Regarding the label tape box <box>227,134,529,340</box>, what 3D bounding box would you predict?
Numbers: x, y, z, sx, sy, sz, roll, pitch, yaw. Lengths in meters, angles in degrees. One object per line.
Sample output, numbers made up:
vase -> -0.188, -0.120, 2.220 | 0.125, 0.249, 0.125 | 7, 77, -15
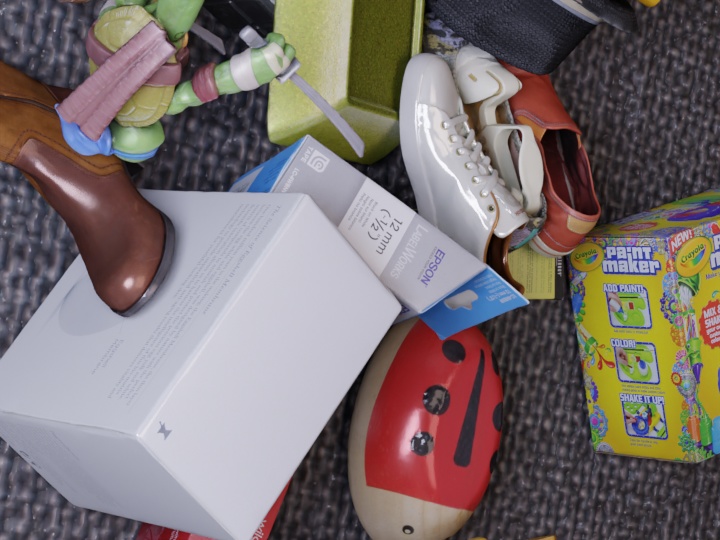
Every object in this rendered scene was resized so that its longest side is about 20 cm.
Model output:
label tape box -> 0.000, 0.000, 1.471 | 0.200, 0.143, 0.066 | 37, 67, -13

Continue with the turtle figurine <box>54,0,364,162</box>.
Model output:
turtle figurine -> -0.106, -0.172, 1.327 | 0.199, 0.144, 0.194 | -9, 131, -17

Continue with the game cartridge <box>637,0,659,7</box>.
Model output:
game cartridge -> 0.132, -0.293, 1.606 | 0.200, 0.176, 0.032 | 20, 118, -38

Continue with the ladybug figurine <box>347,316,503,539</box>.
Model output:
ladybug figurine -> 0.059, 0.122, 1.611 | 0.136, 0.072, 0.201 | 14, 83, -40

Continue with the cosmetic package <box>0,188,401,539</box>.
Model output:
cosmetic package -> -0.115, 0.057, 1.376 | 0.123, 0.200, 0.200 | 49, 63, -30

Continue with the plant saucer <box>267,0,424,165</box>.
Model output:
plant saucer -> 0.000, -0.183, 1.508 | 0.200, 0.048, 0.201 | 6, 88, -68

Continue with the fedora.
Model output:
fedora -> 0.113, -0.218, 1.600 | 0.200, 0.201, 0.092 | 22, 112, -39

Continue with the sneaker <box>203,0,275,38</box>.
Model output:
sneaker -> -0.085, -0.252, 1.470 | 0.200, 0.076, 0.116 | 42, 68, -31

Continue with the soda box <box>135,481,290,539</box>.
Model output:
soda box -> -0.092, 0.137, 1.490 | 0.070, 0.063, 0.200 | 33, 70, -37

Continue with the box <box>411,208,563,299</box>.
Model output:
box -> 0.076, -0.012, 1.635 | 0.200, 0.050, 0.076 | -2, 93, -41

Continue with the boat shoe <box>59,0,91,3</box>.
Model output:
boat shoe -> -0.221, -0.270, 1.362 | 0.072, 0.076, 0.201 | -20, 95, -34

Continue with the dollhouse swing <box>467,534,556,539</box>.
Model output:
dollhouse swing -> 0.045, 0.286, 1.540 | 0.200, 0.176, 0.182 | -6, 95, -41

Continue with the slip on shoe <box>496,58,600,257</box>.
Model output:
slip on shoe -> 0.147, -0.111, 1.656 | 0.074, 0.061, 0.201 | 3, 65, -39

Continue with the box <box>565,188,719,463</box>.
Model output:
box -> 0.294, 0.042, 1.777 | 0.200, 0.122, 0.193 | -18, 102, -39

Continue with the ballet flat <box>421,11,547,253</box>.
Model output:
ballet flat -> 0.102, -0.115, 1.606 | 0.072, 0.072, 0.201 | -11, 81, -40

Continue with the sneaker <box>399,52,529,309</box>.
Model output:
sneaker -> 0.084, -0.067, 1.546 | 0.073, 0.084, 0.201 | -31, 113, -59

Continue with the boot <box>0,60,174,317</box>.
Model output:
boot -> -0.215, -0.074, 1.320 | 0.200, 0.068, 0.189 | 30, 36, -39
